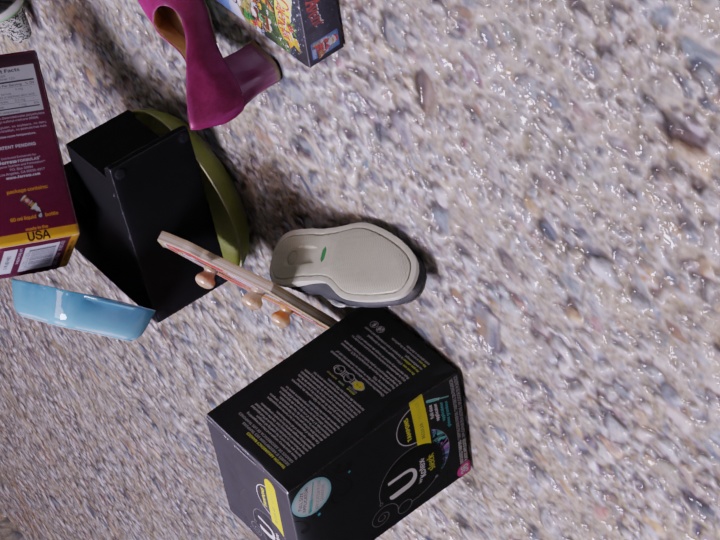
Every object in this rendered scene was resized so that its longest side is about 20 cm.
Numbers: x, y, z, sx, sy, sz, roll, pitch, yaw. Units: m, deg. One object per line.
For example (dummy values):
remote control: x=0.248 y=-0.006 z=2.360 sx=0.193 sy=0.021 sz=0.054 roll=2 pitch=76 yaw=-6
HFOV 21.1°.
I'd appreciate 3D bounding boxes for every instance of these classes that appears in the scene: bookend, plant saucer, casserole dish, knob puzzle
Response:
bookend: x=-0.242 y=-0.085 z=1.963 sx=0.200 sy=0.092 sz=0.199 roll=37 pitch=150 yaw=43
plant saucer: x=-0.172 y=-0.085 z=1.979 sx=0.200 sy=0.031 sz=0.200 roll=44 pitch=155 yaw=26
casserole dish: x=-0.283 y=0.041 z=1.941 sx=0.200 sy=0.121 sz=0.039 roll=9 pitch=85 yaw=64
knob puzzle: x=-0.119 y=0.015 z=1.842 sx=0.219 sy=0.031 sz=0.220 roll=27 pitch=176 yaw=2

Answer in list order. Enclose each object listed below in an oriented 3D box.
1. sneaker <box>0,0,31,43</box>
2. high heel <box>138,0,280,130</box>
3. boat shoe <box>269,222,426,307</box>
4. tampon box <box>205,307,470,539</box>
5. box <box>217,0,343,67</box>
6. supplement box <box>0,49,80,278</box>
sneaker: x=-0.434 y=-0.309 z=2.167 sx=0.200 sy=0.077 sz=0.089 roll=40 pitch=162 yaw=39
high heel: x=-0.165 y=-0.194 z=1.722 sx=0.200 sy=0.096 sz=0.067 roll=42 pitch=155 yaw=31
boat shoe: x=0.000 y=0.000 z=1.719 sx=0.068 sy=0.072 sz=0.200 roll=26 pitch=169 yaw=-34
tampon box: x=-0.017 y=0.158 z=1.767 sx=0.126 sy=0.200 sz=0.150 roll=39 pitch=153 yaw=36
box: x=-0.081 y=-0.273 z=1.516 sx=0.137 sy=0.038 sz=0.200 roll=39 pitch=153 yaw=36
supplement box: x=-0.351 y=-0.106 z=1.943 sx=0.110 sy=0.085 sz=0.201 roll=132 pitch=125 yaw=-66
